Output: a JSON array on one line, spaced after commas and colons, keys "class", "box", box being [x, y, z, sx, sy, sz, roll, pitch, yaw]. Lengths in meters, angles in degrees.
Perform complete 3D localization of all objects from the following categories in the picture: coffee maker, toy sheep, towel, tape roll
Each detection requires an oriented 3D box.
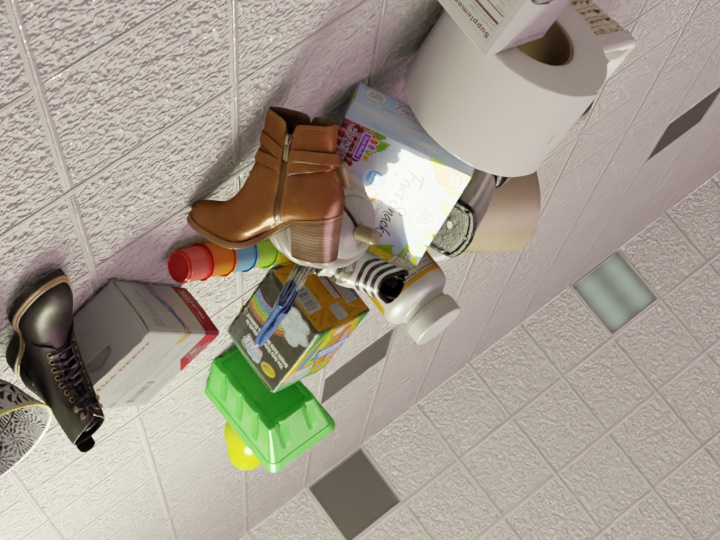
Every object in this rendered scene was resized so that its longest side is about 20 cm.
[{"class": "coffee maker", "box": [0.113, -0.151, 1.733, 0.134, 0.192, 0.201, -31, -163, 49]}, {"class": "toy sheep", "box": [-0.047, -0.067, 1.523, 0.136, 0.199, 0.140, -15, 118, -31]}, {"class": "towel", "box": [-0.082, -0.004, 1.735, 0.202, 0.024, 0.147, -64, -174, -28]}, {"class": "tape roll", "box": [0.167, -0.230, 1.511, 0.201, 0.203, 0.140, -24, 160, -45]}]

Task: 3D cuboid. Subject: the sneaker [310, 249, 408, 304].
[{"class": "sneaker", "box": [0.000, 0.000, 1.698, 0.076, 0.114, 0.201, -59, -174, 7]}]

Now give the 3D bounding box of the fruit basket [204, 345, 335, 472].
[{"class": "fruit basket", "box": [-0.153, 0.231, 2.080, 0.155, 0.216, 0.216, -34, 165, -19]}]

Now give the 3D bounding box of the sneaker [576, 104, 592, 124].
[{"class": "sneaker", "box": [0.313, -0.273, 2.008, 0.199, 0.077, 0.086, -27, 157, -43]}]

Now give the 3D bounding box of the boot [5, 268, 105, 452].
[{"class": "boot", "box": [-0.315, 0.099, 1.411, 0.077, 0.139, 0.201, -31, 163, -28]}]

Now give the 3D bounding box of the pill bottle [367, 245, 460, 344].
[{"class": "pill bottle", "box": [0.057, 0.006, 1.940, 0.112, 0.201, 0.113, -36, 165, -11]}]

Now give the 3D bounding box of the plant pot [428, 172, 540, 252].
[{"class": "plant pot", "box": [0.129, -0.104, 1.891, 0.197, 0.189, 0.188, -12, 154, -27]}]

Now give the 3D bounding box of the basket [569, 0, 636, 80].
[{"class": "basket", "box": [0.243, -0.283, 1.702, 0.199, 0.124, 0.136, -24, 159, -49]}]

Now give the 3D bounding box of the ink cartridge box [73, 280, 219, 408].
[{"class": "ink cartridge box", "box": [-0.281, 0.091, 1.583, 0.145, 0.083, 0.200, -42, 165, 11]}]

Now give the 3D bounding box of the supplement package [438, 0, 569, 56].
[{"class": "supplement package", "box": [0.178, -0.344, 1.364, 0.116, 0.118, 0.201, -26, 161, -43]}]

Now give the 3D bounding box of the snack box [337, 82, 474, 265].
[{"class": "snack box", "box": [0.036, -0.113, 1.589, 0.201, 0.167, 0.068, 122, -9, -55]}]

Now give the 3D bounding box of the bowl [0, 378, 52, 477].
[{"class": "bowl", "box": [-0.442, 0.173, 1.403, 0.200, 0.094, 0.201, -37, 165, -12]}]

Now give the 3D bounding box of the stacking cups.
[{"class": "stacking cups", "box": [-0.161, -0.018, 1.619, 0.199, 0.061, 0.061, -18, 155, -50]}]

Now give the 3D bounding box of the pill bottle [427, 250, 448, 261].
[{"class": "pill bottle", "box": [0.161, -0.084, 2.108, 0.113, 0.113, 0.199, -47, 163, 30]}]

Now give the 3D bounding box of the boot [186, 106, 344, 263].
[{"class": "boot", "box": [-0.106, -0.101, 1.426, 0.076, 0.198, 0.158, -28, 125, -51]}]

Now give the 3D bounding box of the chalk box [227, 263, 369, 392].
[{"class": "chalk box", "box": [-0.103, 0.088, 1.943, 0.123, 0.125, 0.200, -23, 160, -46]}]
